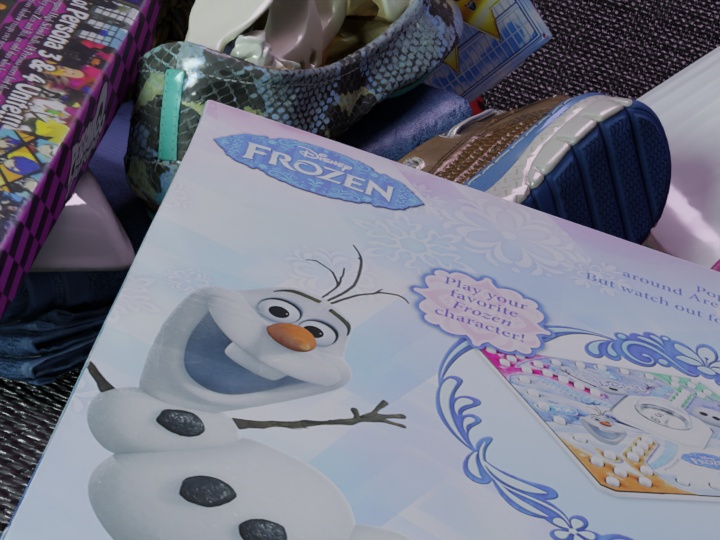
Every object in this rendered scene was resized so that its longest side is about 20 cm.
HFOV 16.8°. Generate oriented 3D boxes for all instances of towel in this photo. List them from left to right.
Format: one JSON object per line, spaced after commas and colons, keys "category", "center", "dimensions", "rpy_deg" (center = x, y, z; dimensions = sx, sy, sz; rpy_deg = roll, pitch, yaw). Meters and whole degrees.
{"category": "towel", "center": [-0.063, -0.021, 0.819], "dimensions": [0.199, 0.049, 0.111], "rpy_deg": [-24, 34, -36]}

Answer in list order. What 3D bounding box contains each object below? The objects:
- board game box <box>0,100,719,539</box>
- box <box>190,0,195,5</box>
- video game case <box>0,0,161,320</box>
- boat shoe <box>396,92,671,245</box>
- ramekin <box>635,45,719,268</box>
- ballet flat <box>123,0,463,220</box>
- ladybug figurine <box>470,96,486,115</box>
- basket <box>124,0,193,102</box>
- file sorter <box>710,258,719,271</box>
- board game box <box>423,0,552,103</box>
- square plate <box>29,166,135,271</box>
{"category": "board game box", "center": [0.037, 0.050, 0.519], "dimensions": [0.199, 0.044, 0.199], "rpy_deg": [19, 29, -1]}
{"category": "box", "center": [-0.078, -0.157, 0.941], "dimensions": [0.200, 0.049, 0.161], "rpy_deg": [52, 3, 28]}
{"category": "video game case", "center": [-0.165, -0.060, 0.702], "dimensions": [0.180, 0.036, 0.200], "rpy_deg": [14, 29, 1]}
{"category": "boat shoe", "center": [0.014, 0.006, 0.766], "dimensions": [0.072, 0.073, 0.200], "rpy_deg": [10, 33, 44]}
{"category": "ramekin", "center": [0.170, 0.004, 0.934], "dimensions": [0.201, 0.098, 0.200], "rpy_deg": [54, 0, 0]}
{"category": "ballet flat", "center": [-0.016, -0.081, 0.805], "dimensions": [0.074, 0.075, 0.200], "rpy_deg": [19, 31, 12]}
{"category": "ladybug figurine", "center": [0.022, -0.040, 1.064], "dimensions": [0.072, 0.136, 0.200], "rpy_deg": [-15, -13, -1]}
{"category": "basket", "center": [-0.055, -0.064, 1.101], "dimensions": [0.148, 0.143, 0.200], "rpy_deg": [17, 6, -6]}
{"category": "file sorter", "center": [0.179, 0.032, 0.720], "dimensions": [0.139, 0.125, 0.200], "rpy_deg": [44, -1, -3]}
{"category": "board game box", "center": [-0.014, -0.162, 0.957], "dimensions": [0.200, 0.062, 0.200], "rpy_deg": [51, -2, 29]}
{"category": "square plate", "center": [-0.186, -0.061, 0.762], "dimensions": [0.197, 0.029, 0.200], "rpy_deg": [0, 32, -22]}
